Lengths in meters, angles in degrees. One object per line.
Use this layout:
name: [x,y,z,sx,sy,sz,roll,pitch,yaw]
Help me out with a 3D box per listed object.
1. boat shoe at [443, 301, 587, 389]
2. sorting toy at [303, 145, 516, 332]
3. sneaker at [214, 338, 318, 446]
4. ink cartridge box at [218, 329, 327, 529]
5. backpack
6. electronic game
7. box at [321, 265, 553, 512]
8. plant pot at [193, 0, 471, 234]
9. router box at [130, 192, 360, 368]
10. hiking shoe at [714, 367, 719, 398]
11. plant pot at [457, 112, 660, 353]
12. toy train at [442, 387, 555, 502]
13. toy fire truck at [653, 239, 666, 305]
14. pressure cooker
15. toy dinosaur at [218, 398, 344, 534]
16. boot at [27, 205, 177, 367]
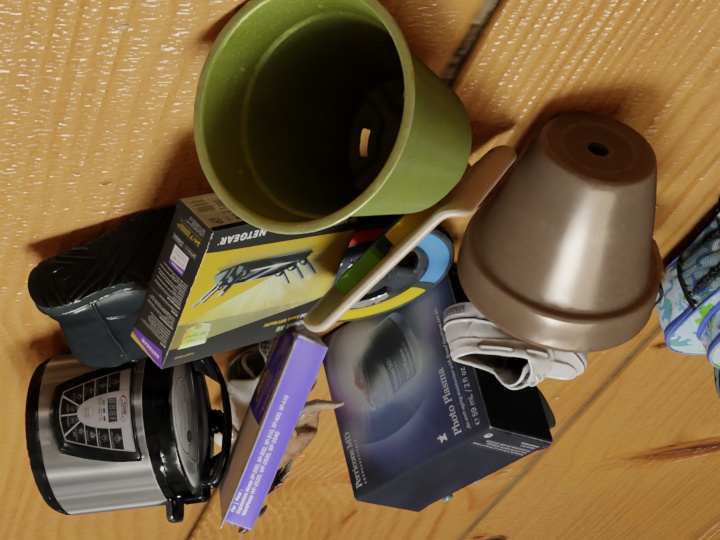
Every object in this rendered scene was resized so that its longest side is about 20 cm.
boat shoe: [0.161,0.092,1.696,0.199,0.066,0.073,19,149,-35]
sorting toy: [0.043,-0.036,1.500,0.200,0.037,0.185,-39,-176,29]
sneaker: [-0.126,0.134,1.849,0.080,0.077,0.200,16,135,-30]
ink cartridge box: [-0.090,0.154,1.630,0.043,0.199,0.200,22,-178,-6]
backpack: [0.432,0.029,1.824,0.182,0.148,0.200,4,150,-26]
electronic game: [0.000,0.000,1.678,0.199,0.042,0.200,-11,152,-6]
box: [0.077,0.133,1.789,0.198,0.201,0.123,-33,148,31]
plant pot: [-0.001,-0.120,1.333,0.200,0.201,0.190,-28,162,25]
router box: [-0.100,-0.003,1.494,0.200,0.052,0.158,-15,138,-45]
hiking shoe: [0.482,0.093,1.950,0.074,0.087,0.201,3,118,-18]
plant pot: [0.207,-0.049,1.557,0.199,0.201,0.175,-4,134,-19]
toy train: [0.140,0.205,1.935,0.114,0.085,0.200,-11,157,-49]
toy fire truck: [0.220,0.028,1.773,0.175,0.129,0.200,-3,143,-10]
pressure cooker: [-0.232,0.160,1.706,0.199,0.179,0.176,-7,122,9]
toy dinosaur: [-0.092,0.192,1.811,0.200,0.086,0.136,-37,141,10]
boot: [-0.209,0.020,1.582,0.199,0.077,0.168,-20,156,1]
